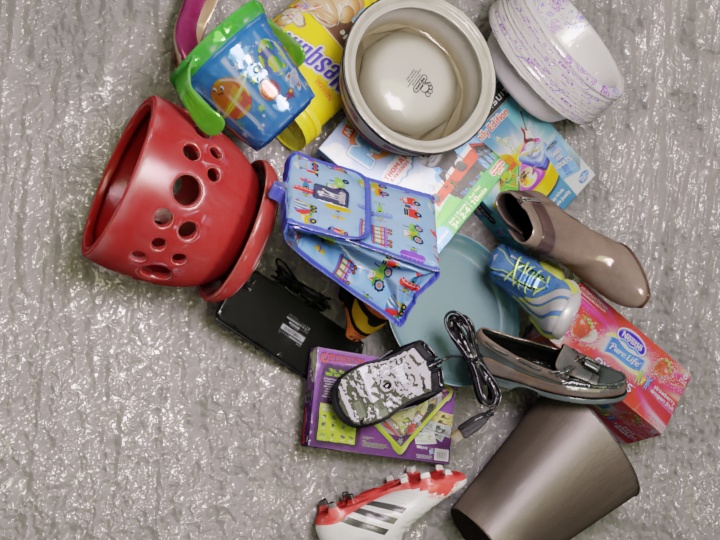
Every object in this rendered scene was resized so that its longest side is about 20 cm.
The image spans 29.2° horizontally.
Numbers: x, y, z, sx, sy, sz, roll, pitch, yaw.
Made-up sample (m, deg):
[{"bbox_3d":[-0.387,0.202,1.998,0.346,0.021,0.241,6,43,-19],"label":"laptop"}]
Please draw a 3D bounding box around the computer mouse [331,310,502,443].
[{"bbox_3d":[0.070,0.153,1.663,0.198,0.046,0.142,-29,86,-9],"label":"computer mouse"}]

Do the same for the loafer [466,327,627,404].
[{"bbox_3d":[0.229,0.115,1.680,0.197,0.072,0.064,8,113,8],"label":"loafer"}]

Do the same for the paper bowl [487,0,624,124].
[{"bbox_3d":[0.242,-0.275,1.791,0.200,0.104,0.202,37,29,-24],"label":"paper bowl"}]

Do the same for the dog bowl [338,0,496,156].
[{"bbox_3d":[0.061,-0.230,1.679,0.197,0.074,0.203,4,78,-19],"label":"dog bowl"}]

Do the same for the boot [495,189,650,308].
[{"bbox_3d":[0.253,-0.029,1.705,0.145,0.200,0.071,15,113,-41],"label":"boot"}]

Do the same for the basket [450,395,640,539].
[{"bbox_3d":[0.219,0.272,1.710,0.199,0.136,0.181,-38,99,-17],"label":"basket"}]

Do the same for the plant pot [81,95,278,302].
[{"bbox_3d":[-0.202,-0.075,1.592,0.181,0.200,0.203,23,74,-22],"label":"plant pot"}]

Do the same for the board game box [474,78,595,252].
[{"bbox_3d":[0.190,-0.145,1.811,0.200,0.047,0.151,47,70,-7],"label":"board game box"}]

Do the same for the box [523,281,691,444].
[{"bbox_3d":[0.313,0.121,1.778,0.199,0.095,0.100,40,64,-9],"label":"box"}]

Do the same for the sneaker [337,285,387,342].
[{"bbox_3d":[0.000,0.000,1.690,0.069,0.090,0.201,29,32,-26],"label":"sneaker"}]

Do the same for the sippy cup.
[{"bbox_3d":[-0.127,-0.215,1.579,0.178,0.140,0.131,-44,95,-13],"label":"sippy cup"}]

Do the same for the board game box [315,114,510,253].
[{"bbox_3d":[0.066,-0.138,1.729,0.199,0.037,0.152,40,77,0],"label":"board game box"}]

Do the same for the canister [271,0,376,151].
[{"bbox_3d":[-0.053,-0.271,1.730,0.149,0.086,0.200,48,69,-5],"label":"canister"}]

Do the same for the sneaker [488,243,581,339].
[{"bbox_3d":[0.206,0.023,1.707,0.104,0.200,0.076,26,100,-8],"label":"sneaker"}]

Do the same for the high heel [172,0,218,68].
[{"bbox_3d":[-0.187,-0.297,1.699,0.095,0.067,0.203,-11,71,-9],"label":"high heel"}]

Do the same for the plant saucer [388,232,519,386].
[{"bbox_3d":[0.113,0.050,1.747,0.198,0.027,0.203,9,70,-26],"label":"plant saucer"}]

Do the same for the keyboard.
[{"bbox_3d":[-0.082,0.062,1.689,0.199,0.040,0.105,36,81,-24],"label":"keyboard"}]

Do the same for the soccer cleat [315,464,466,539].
[{"bbox_3d":[0.041,0.297,1.681,0.198,0.069,0.086,-16,95,-17],"label":"soccer cleat"}]

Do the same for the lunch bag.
[{"bbox_3d":[-0.017,-0.051,1.565,0.198,0.094,0.151,25,33,-18],"label":"lunch bag"}]

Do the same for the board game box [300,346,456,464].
[{"bbox_3d":[0.025,0.168,1.700,0.198,0.032,0.122,12,81,-25],"label":"board game box"}]
